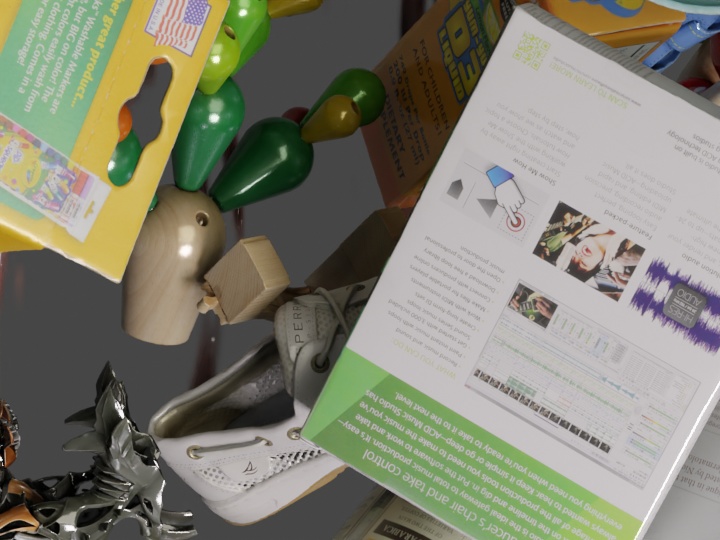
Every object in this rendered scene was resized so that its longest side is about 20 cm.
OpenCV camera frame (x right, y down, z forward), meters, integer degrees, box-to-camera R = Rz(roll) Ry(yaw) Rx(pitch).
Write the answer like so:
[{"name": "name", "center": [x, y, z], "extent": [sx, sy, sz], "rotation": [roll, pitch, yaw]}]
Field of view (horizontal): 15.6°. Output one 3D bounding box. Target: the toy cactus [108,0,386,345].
[{"name": "toy cactus", "center": [-0.081, -0.053, 1.146], "extent": [0.199, 0.102, 0.166], "rotation": [-6, 116, -50]}]

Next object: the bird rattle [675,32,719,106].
[{"name": "bird rattle", "center": [0.179, -0.101, 1.265], "extent": [0.113, 0.163, 0.200], "rotation": [47, 56, -1]}]

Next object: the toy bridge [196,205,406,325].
[{"name": "toy bridge", "center": [0.000, 0.000, 1.194], "extent": [0.199, 0.067, 0.027], "rotation": [-12, 67, -45]}]

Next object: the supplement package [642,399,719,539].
[{"name": "supplement package", "center": [0.156, 0.161, 1.096], "extent": [0.117, 0.117, 0.201], "rotation": [39, 75, -50]}]

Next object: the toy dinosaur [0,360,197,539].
[{"name": "toy dinosaur", "center": [-0.147, 0.105, 1.109], "extent": [0.135, 0.102, 0.201], "rotation": [-30, 119, -3]}]

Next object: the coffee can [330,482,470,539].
[{"name": "coffee can", "center": [0.036, 0.172, 1.169], "extent": [0.200, 0.146, 0.147], "rotation": [-49, 112, -22]}]

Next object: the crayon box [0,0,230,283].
[{"name": "crayon box", "center": [-0.161, -0.091, 0.996], "extent": [0.199, 0.051, 0.126], "rotation": [28, 75, -27]}]

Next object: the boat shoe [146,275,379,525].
[{"name": "boat shoe", "center": [-0.010, 0.041, 1.126], "extent": [0.069, 0.200, 0.071], "rotation": [37, 30, -32]}]

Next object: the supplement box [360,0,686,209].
[{"name": "supplement box", "center": [0.065, -0.093, 1.157], "extent": [0.068, 0.200, 0.067], "rotation": [-10, 74, -27]}]

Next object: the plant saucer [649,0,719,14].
[{"name": "plant saucer", "center": [0.125, -0.201, 1.066], "extent": [0.199, 0.036, 0.201], "rotation": [3, 85, -32]}]

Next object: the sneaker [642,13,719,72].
[{"name": "sneaker", "center": [0.134, -0.124, 1.221], "extent": [0.074, 0.199, 0.083], "rotation": [-27, 112, -51]}]

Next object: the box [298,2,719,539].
[{"name": "box", "center": [0.081, 0.015, 1.049], "extent": [0.144, 0.036, 0.201], "rotation": [30, 103, 12]}]
